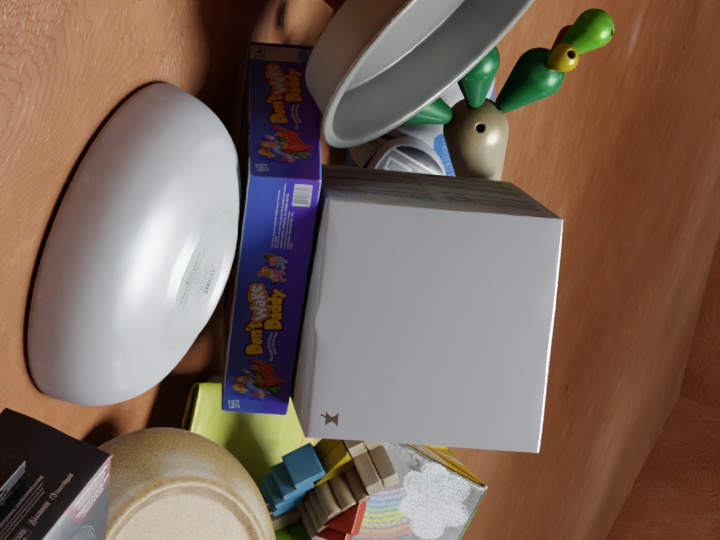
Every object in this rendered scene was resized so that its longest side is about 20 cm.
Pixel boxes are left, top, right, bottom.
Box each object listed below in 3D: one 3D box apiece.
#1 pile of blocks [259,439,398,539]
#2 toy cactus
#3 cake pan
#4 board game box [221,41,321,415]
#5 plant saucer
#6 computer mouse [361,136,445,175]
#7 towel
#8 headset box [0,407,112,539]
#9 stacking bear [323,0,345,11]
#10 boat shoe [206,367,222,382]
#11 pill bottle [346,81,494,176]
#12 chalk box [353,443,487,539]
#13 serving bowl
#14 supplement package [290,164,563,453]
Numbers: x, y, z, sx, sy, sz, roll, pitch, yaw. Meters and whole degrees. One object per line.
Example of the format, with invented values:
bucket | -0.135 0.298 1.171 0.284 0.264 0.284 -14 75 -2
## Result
pile of blocks | -0.039 0.170 1.685 0.082 0.062 0.200 -10 153 -35
toy cactus | 0.071 -0.129 1.663 0.199 0.102 0.166 -18 132 -14
cake pan | 0.043 -0.157 1.493 0.200 0.037 0.200 -39 166 -11
board game box | -0.059 -0.026 1.577 0.135 0.044 0.201 -93 -171 -48
plant saucer | -0.123 0.202 1.556 0.199 0.035 0.202 -3 95 -39
computer mouse | 0.000 0.000 1.737 0.044 0.109 0.201 8 -109 61
towel | -0.064 0.120 1.723 0.200 0.018 0.087 6 98 -54
headset box | -0.210 0.189 1.379 0.149 0.077 0.201 -53 160 -47
stacking bear | 0.005 -0.221 1.535 0.121 0.114 0.200 -39 169 -13
boat shoe | -0.091 0.155 1.781 0.069 0.071 0.201 -54 148 -29
pill bottle | 0.043 -0.124 1.791 0.200 0.112 0.113 90 26 -57
chalk box | -0.011 0.216 1.936 0.201 0.124 0.124 -60 -163 3
serving bowl | -0.120 -0.006 1.455 0.200 0.065 0.201 21 90 -76
supplement package | 0.035 0.021 1.589 0.200 0.150 0.153 -124 -141 -80
